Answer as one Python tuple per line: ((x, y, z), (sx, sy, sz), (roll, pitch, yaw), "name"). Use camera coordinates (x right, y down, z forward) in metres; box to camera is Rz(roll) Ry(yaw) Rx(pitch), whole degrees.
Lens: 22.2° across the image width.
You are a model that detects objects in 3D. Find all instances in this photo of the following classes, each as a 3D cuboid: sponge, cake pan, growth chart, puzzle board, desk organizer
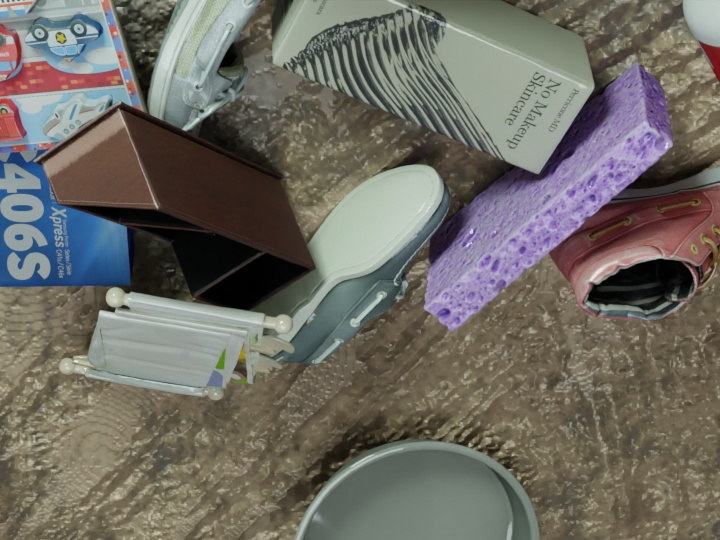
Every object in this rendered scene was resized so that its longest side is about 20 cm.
((0.124, -0.051, 1.236), (0.030, 0.112, 0.200), (42, 114, -16), "sponge")
((0.041, 0.218, 1.441), (0.199, 0.037, 0.201), (-4, 111, -10), "cake pan")
((-0.129, 0.057, 1.298), (0.144, 0.018, 0.200), (12, 158, -14), "growth chart")
((-0.244, -0.139, 1.161), (0.199, 0.017, 0.151), (-4, 124, 16), "puzzle board")
((-0.114, -0.036, 1.196), (0.072, 0.077, 0.200), (-32, 156, 19), "desk organizer")

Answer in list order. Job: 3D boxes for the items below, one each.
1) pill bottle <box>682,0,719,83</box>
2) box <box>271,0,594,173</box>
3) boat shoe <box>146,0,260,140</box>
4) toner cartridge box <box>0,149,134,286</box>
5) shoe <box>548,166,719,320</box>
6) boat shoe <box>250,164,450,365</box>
((0.276, -0.153, 1.172), (0.112, 0.112, 0.200), (-28, 122, 16), "pill bottle")
((0.046, -0.143, 1.194), (0.199, 0.068, 0.082), (20, 122, -16), "box")
((-0.086, -0.155, 1.174), (0.065, 0.074, 0.203), (22, 115, -2), "boat shoe")
((-0.206, -0.081, 1.241), (0.095, 0.043, 0.201), (-2, 125, -3), "toner cartridge box")
((0.228, -0.016, 1.263), (0.199, 0.091, 0.072), (-6, 130, -12), "shoe")
((0.000, 0.000, 1.300), (0.062, 0.073, 0.200), (26, 124, -36), "boat shoe")
